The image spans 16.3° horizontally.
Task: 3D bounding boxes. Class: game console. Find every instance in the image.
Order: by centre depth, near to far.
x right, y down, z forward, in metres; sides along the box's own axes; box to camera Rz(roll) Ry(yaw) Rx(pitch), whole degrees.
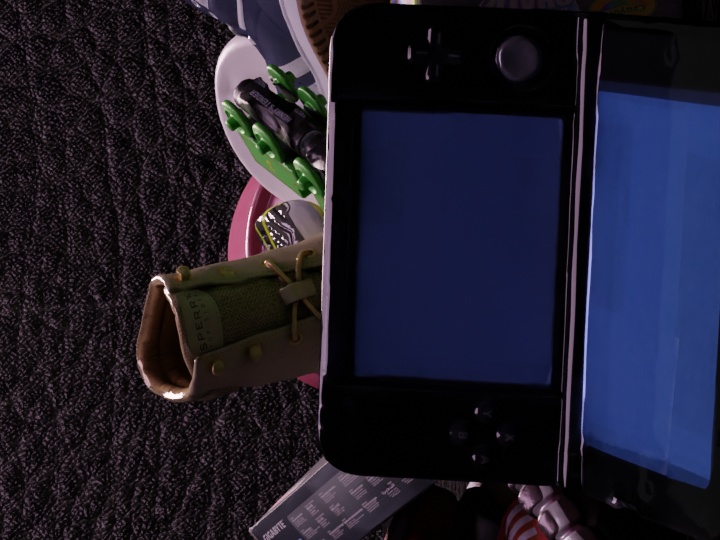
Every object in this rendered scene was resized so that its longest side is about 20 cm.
[{"bbox_3d":[0.066,-0.003,1.009,0.116,0.175,0.201,-53,-34,-82],"label":"game console"}]

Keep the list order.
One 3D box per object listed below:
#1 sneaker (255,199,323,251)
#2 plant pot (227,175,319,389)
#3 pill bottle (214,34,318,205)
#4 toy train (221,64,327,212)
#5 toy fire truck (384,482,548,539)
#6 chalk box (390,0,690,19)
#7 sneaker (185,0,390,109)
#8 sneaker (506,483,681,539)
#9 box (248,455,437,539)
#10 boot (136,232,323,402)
[{"bbox_3d":[0.000,0.000,1.415,0.076,0.076,0.200,57,-178,24],"label":"sneaker"},{"bbox_3d":[0.027,-0.018,1.709,0.179,0.199,0.201,158,111,-70],"label":"plant pot"},{"bbox_3d":[0.022,-0.127,1.436,0.200,0.114,0.115,-37,-36,-36],"label":"pill bottle"},{"bbox_3d":[-0.001,-0.036,1.156,0.200,0.042,0.057,40,164,48],"label":"toy train"},{"bbox_3d":[0.093,0.134,1.351,0.200,0.112,0.169,-97,32,-71],"label":"toy fire truck"},{"bbox_3d":[0.079,-0.110,1.141,0.124,0.124,0.201,95,174,-63],"label":"chalk box"},{"bbox_3d":[-0.030,-0.107,1.301,0.108,0.070,0.201,30,146,38],"label":"sneaker"},{"bbox_3d":[0.113,0.055,1.114,0.200,0.116,0.076,52,-167,31],"label":"sneaker"},{"bbox_3d":[0.036,0.079,1.361,0.159,0.046,0.200,-43,-1,-32],"label":"box"},{"bbox_3d":[-0.017,0.008,1.231,0.200,0.155,0.073,-35,68,60],"label":"boot"}]
